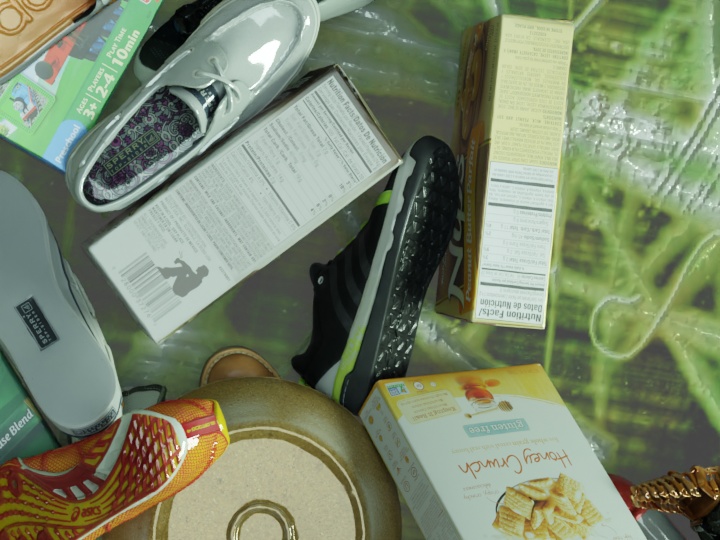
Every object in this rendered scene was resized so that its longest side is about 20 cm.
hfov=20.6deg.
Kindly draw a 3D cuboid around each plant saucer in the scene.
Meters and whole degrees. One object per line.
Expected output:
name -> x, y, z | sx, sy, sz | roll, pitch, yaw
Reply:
plant saucer -> -0.066, 0.169, 1.278 | 0.198, 0.035, 0.202 | 1, 87, -11

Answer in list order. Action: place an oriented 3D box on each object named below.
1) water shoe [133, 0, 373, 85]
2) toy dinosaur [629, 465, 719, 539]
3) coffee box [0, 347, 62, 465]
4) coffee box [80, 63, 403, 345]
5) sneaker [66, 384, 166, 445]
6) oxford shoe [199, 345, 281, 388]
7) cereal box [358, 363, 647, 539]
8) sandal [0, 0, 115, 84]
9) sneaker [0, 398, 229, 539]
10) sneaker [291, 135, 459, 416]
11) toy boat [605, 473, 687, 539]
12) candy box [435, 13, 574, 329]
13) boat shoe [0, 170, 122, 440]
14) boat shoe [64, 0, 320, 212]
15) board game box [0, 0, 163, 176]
water shoe -> -0.069, -0.190, 1.309 | 0.199, 0.071, 0.079 | -31, 135, -15
toy dinosaur -> 0.263, 0.183, 1.362 | 0.198, 0.136, 0.103 | 2, 133, -18
coffee box -> -0.283, 0.091, 1.303 | 0.122, 0.044, 0.201 | -30, 96, -7
coffee box -> -0.080, -0.045, 1.301 | 0.199, 0.113, 0.080 | -37, 98, -8
sneaker -> -0.116, 0.167, 1.315 | 0.079, 0.074, 0.201 | -30, 97, 5
oxford shoe -> -0.054, 0.146, 1.334 | 0.071, 0.071, 0.201 | -21, 94, -7
cereal box -> 0.102, 0.151, 1.288 | 0.143, 0.040, 0.201 | -4, 49, -35
sandal -> -0.190, -0.191, 1.266 | 0.079, 0.059, 0.207 | 45, 83, -9
sneaker -> -0.160, 0.135, 1.236 | 0.199, 0.077, 0.074 | -22, 82, 34
sneaker -> 0.000, 0.000, 1.325 | 0.082, 0.072, 0.202 | 23, 101, 29
toy boat -> 0.146, 0.237, 1.342 | 0.200, 0.131, 0.131 | -42, 98, -7
candy box -> 0.095, -0.065, 1.330 | 0.055, 0.115, 0.202 | 5, 91, -9
boat shoe -> -0.209, 0.025, 1.295 | 0.072, 0.066, 0.201 | -33, 70, -8
boat shoe -> -0.105, -0.108, 1.248 | 0.199, 0.069, 0.072 | -34, 107, 0
board game box -> -0.244, -0.177, 1.305 | 0.199, 0.037, 0.152 | 29, 87, -9
